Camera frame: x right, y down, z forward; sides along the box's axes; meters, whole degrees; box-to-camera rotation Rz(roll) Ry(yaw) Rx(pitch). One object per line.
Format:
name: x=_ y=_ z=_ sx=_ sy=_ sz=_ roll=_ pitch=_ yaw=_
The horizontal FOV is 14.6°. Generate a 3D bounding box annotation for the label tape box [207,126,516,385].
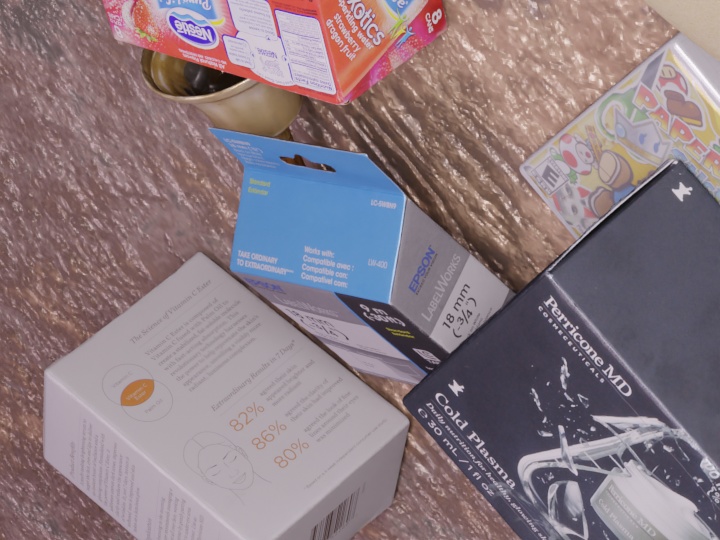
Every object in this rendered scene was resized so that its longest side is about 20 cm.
label tape box: x=0.000 y=0.000 z=1.675 sx=0.144 sy=0.063 sz=0.200 roll=12 pitch=159 yaw=46

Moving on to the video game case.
video game case: x=0.192 y=-0.016 z=1.526 sx=0.200 sy=0.023 sz=0.182 roll=51 pitch=149 yaw=1

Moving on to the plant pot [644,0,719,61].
plant pot: x=0.161 y=-0.192 z=1.261 sx=0.187 sy=0.187 sz=0.200 roll=17 pitch=149 yaw=43

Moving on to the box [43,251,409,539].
box: x=-0.093 y=0.114 z=1.903 sx=0.200 sy=0.152 sz=0.106 roll=38 pitch=147 yaw=21

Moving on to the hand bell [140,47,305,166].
hand bell: x=-0.047 y=-0.073 z=1.741 sx=0.104 sy=0.104 sz=0.200 roll=19 pitch=149 yaw=41

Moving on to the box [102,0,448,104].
box: x=-0.058 y=-0.176 z=1.612 sx=0.200 sy=0.095 sz=0.100 roll=19 pitch=135 yaw=41

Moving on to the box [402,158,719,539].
box: x=0.159 y=0.079 z=1.534 sx=0.200 sy=0.124 sz=0.197 roll=48 pitch=147 yaw=3
